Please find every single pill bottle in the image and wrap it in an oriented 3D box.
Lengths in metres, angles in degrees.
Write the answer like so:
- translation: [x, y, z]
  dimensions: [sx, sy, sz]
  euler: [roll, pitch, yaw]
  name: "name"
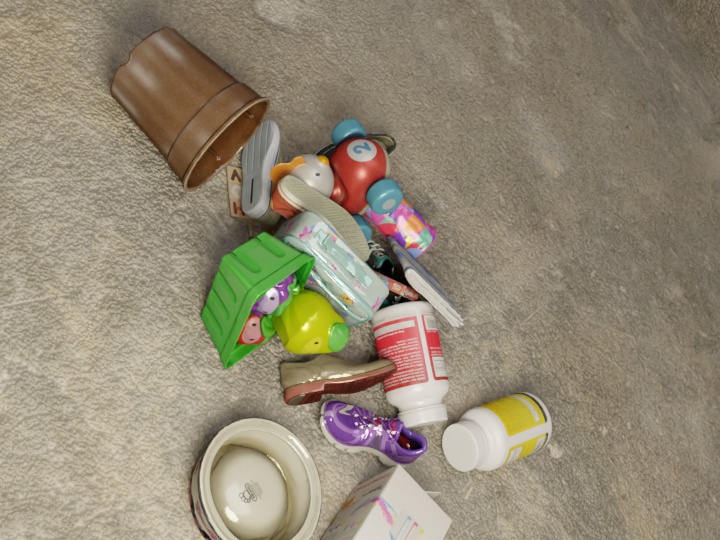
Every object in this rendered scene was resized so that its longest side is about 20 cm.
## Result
- translation: [0.239, 0.289, 1.606]
  dimensions: [0.198, 0.111, 0.113]
  euler: [-9, 70, -43]
  name: "pill bottle"
- translation: [0.088, 0.162, 1.550]
  dimensions: [0.111, 0.112, 0.203]
  euler: [0, 73, -39]
  name: "pill bottle"

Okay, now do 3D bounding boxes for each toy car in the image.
- translation: [-0.063, -0.159, 1.542]
  dimensions: [0.199, 0.177, 0.186]
  euler: [10, 42, -47]
  name: "toy car"

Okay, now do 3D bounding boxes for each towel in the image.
- translation: [0.110, 0.017, 1.613]
  dimensions: [0.147, 0.024, 0.200]
  euler: [44, 8, -20]
  name: "towel"

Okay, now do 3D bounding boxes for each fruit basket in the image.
- translation: [-0.122, 0.070, 1.368]
  dimensions: [0.155, 0.215, 0.217]
  euler: [-34, 88, -40]
  name: "fruit basket"

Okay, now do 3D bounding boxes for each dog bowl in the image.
- translation: [-0.155, 0.317, 1.291]
  dimensions: [0.198, 0.074, 0.203]
  euler: [20, 54, -30]
  name: "dog bowl"

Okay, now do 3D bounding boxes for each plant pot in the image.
- translation: [-0.284, -0.268, 1.467]
  dimensions: [0.198, 0.200, 0.200]
  euler: [43, 45, 1]
  name: "plant pot"

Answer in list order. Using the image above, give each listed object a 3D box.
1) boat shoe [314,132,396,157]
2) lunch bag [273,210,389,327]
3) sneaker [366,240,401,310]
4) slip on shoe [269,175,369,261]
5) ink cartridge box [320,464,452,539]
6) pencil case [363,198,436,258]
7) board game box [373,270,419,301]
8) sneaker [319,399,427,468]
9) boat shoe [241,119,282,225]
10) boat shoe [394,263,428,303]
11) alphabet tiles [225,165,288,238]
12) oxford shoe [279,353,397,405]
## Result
- translation: [-0.011, -0.227, 1.746]
  dimensions: [0.199, 0.060, 0.076]
  euler: [-26, 82, -45]
  name: "boat shoe"
- translation: [-0.058, 0.001, 1.427]
  dimensions: [0.200, 0.160, 0.077]
  euler: [43, 67, -13]
  name: "lunch bag"
- translation: [0.017, -0.024, 1.631]
  dimensions: [0.071, 0.080, 0.202]
  euler: [-18, 74, -44]
  name: "sneaker"
- translation: [-0.065, -0.077, 1.487]
  dimensions: [0.199, 0.061, 0.075]
  euler: [35, 36, -22]
  name: "slip on shoe"
- translation: [0.031, 0.400, 1.356]
  dimensions: [0.125, 0.128, 0.200]
  euler: [46, 44, -6]
  name: "ink cartridge box"
- translation: [0.052, -0.107, 1.715]
  dimensions: [0.200, 0.088, 0.089]
  euler: [42, 46, -9]
  name: "pencil case"
- translation: [0.000, 0.000, 1.537]
  dimensions: [0.198, 0.020, 0.103]
  euler: [25, 1, 18]
  name: "board game box"
- translation: [0.024, 0.254, 1.470]
  dimensions: [0.198, 0.083, 0.082]
  euler: [24, 51, -25]
  name: "sneaker"
- translation: [-0.167, -0.169, 1.581]
  dimensions: [0.062, 0.071, 0.203]
  euler: [39, 46, -46]
  name: "boat shoe"
- translation: [0.110, 0.081, 1.660]
  dimensions: [0.076, 0.071, 0.203]
  euler: [8, 60, -52]
  name: "boat shoe"
- translation: [-0.147, -0.122, 1.610]
  dimensions: [0.198, 0.008, 0.169]
  euler: [11, 59, -36]
  name: "alphabet tiles"
- translation: [-0.035, 0.159, 1.463]
  dimensions: [0.197, 0.071, 0.076]
  euler: [-8, 63, -25]
  name: "oxford shoe"
